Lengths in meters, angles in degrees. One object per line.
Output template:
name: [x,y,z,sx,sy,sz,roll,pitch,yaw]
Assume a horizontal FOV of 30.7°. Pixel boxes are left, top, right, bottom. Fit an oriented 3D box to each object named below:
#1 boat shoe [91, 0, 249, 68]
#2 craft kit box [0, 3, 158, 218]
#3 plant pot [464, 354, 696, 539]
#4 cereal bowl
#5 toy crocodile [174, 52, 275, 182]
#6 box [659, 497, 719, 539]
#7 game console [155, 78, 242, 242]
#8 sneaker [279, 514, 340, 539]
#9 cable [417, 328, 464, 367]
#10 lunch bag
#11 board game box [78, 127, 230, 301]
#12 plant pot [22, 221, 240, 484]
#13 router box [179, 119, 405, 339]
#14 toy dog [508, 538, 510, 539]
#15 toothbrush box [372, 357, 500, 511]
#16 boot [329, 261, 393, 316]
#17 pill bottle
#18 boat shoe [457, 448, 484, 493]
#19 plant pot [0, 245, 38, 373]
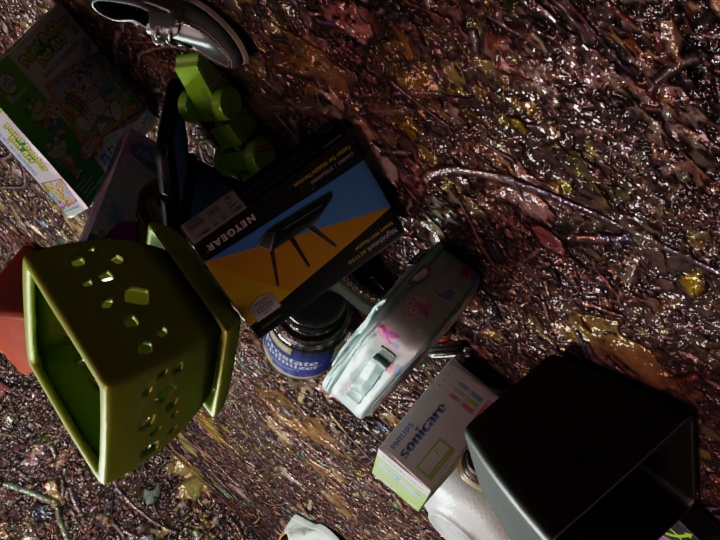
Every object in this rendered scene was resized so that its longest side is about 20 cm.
boat shoe: [-0.206,-0.262,1.410,0.200,0.062,0.073,34,158,21]
craft kit box: [-0.368,-0.201,1.635,0.048,0.200,0.198,-25,116,38]
plant pot: [0.225,0.213,1.407,0.177,0.199,0.200,42,163,36]
cereal bowl: [0.160,0.359,1.933,0.200,0.083,0.200,37,159,17]
toy crocodile: [-0.148,-0.168,1.502,0.067,0.062,0.200,-3,130,39]
box: [0.383,0.335,1.554,0.143,0.036,0.200,43,161,-1]
game console: [-0.170,-0.113,1.543,0.200,0.116,0.176,-96,4,-59]
sneaker: [-0.108,0.602,2.885,0.200,0.085,0.073,4,136,56]
cable: [0.080,0.089,1.635,0.097,0.051,0.200,9,170,2]
lunch bag: [0.041,0.068,1.432,0.077,0.160,0.200,41,142,7]
board game box: [-0.236,-0.045,1.620,0.200,0.200,0.041,29,145,-24]
plant pot: [-0.246,0.078,1.439,0.200,0.181,0.199,51,149,27]
router box: [-0.069,-0.043,1.396,0.149,0.200,0.051,58,174,-37]
toy dog: [0.246,0.325,1.673,0.139,0.194,0.200,-7,143,7]
toothbrush box: [0.093,0.210,1.647,0.086,0.146,0.200,38,165,11]
boot: [0.000,0.000,1.554,0.138,0.078,0.200,36,172,5]
pill bottle: [-0.070,0.067,1.736,0.112,0.112,0.200,39,159,8]
boat shoe: [0.216,0.229,1.533,0.200,0.072,0.066,11,139,-8]
plant pot: [-0.643,0.088,2.713,0.176,0.200,0.200,5,139,41]
